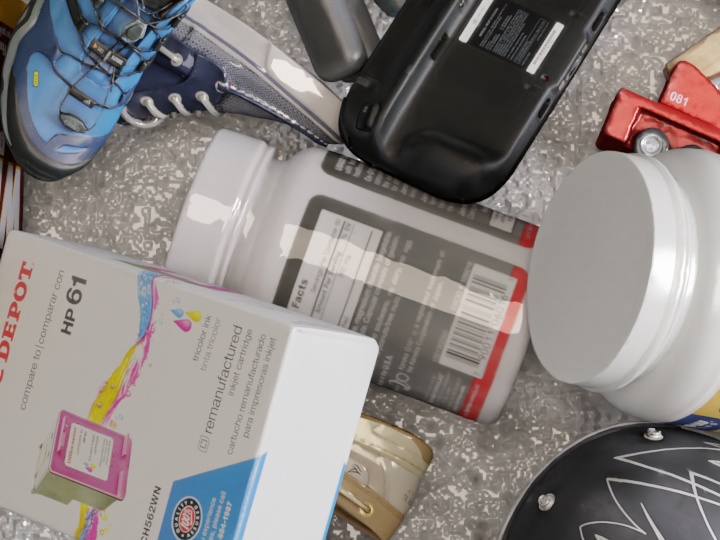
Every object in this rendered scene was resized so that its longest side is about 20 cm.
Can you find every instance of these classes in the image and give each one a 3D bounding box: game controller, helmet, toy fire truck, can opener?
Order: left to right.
[{"bbox_3d":[-0.048,-0.194,1.587,0.066,0.053,0.200,-31,80,24],"label":"can opener"},{"bbox_3d":[0.073,-0.131,1.551,0.104,0.042,0.200,29,74,12],"label":"game controller"},{"bbox_3d":[0.164,0.177,1.493,0.199,0.191,0.201,0,84,-1],"label":"helmet"},{"bbox_3d":[0.202,-0.114,1.598,0.199,0.049,0.141,23,83,2],"label":"toy fire truck"}]

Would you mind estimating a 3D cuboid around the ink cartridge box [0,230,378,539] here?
[{"bbox_3d":[-0.108,0.075,1.469,0.200,0.085,0.145,17,93,35],"label":"ink cartridge box"}]

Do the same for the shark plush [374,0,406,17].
[{"bbox_3d":[-0.022,-0.242,1.605,0.200,0.091,0.083,44,115,0],"label":"shark plush"}]

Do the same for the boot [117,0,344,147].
[{"bbox_3d":[-0.099,-0.107,1.592,0.200,0.073,0.090,35,92,11],"label":"boot"}]

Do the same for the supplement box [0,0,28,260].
[{"bbox_3d":[-0.294,-0.057,1.528,0.196,0.133,0.201,0,84,12],"label":"supplement box"}]

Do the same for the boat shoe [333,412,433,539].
[{"bbox_3d":[-0.062,0.095,1.561,0.199,0.074,0.069,19,78,1],"label":"boat shoe"}]

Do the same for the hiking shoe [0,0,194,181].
[{"bbox_3d":[-0.131,-0.141,1.509,0.074,0.087,0.201,26,84,-22],"label":"hiking shoe"}]

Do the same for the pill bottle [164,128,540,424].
[{"bbox_3d":[0.000,0.000,1.552,0.199,0.114,0.114,20,84,2],"label":"pill bottle"}]

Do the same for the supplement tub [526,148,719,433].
[{"bbox_3d":[0.202,0.016,1.482,0.199,0.144,0.145,11,83,-26],"label":"supplement tub"}]
